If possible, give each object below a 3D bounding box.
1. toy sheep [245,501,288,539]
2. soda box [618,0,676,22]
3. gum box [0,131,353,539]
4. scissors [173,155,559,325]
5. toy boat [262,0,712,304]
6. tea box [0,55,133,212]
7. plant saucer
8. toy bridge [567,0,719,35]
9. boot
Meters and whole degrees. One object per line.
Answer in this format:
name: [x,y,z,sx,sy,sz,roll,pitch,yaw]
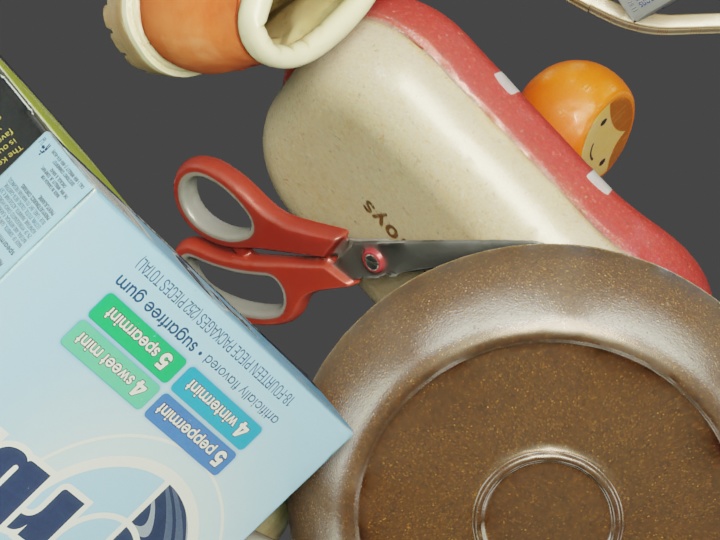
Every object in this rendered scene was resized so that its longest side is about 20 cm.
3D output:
toy sheep: [-0.084,0.149,1.139,0.138,0.138,0.200,27,83,2]
soda box: [0.093,-0.205,1.138,0.063,0.068,0.200,-36,94,-38]
gum box: [-0.124,0.075,1.009,0.200,0.170,0.045,-43,44,1]
scissors: [0.000,0.000,1.140,0.200,0.014,0.073,13,122,35]
toy boat: [0.066,-0.037,1.165,0.200,0.131,0.131,47,59,3]
tea box: [-0.184,0.017,1.103,0.200,0.134,0.197,-40,51,-1]
plant saucer: [0.070,0.089,1.081,0.199,0.032,0.201,1,108,3]
toy bridge: [0.108,-0.141,1.204,0.200,0.027,0.067,27,88,3]
boot: [0.000,-0.146,1.124,0.200,0.107,0.075,-47,118,-20]
